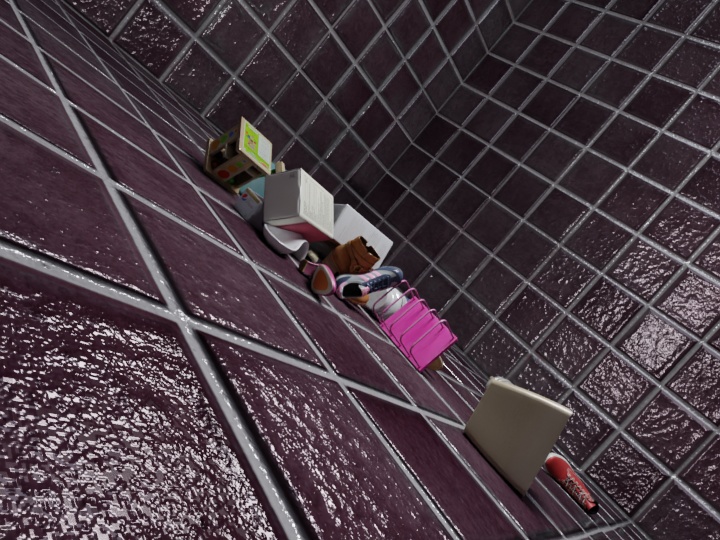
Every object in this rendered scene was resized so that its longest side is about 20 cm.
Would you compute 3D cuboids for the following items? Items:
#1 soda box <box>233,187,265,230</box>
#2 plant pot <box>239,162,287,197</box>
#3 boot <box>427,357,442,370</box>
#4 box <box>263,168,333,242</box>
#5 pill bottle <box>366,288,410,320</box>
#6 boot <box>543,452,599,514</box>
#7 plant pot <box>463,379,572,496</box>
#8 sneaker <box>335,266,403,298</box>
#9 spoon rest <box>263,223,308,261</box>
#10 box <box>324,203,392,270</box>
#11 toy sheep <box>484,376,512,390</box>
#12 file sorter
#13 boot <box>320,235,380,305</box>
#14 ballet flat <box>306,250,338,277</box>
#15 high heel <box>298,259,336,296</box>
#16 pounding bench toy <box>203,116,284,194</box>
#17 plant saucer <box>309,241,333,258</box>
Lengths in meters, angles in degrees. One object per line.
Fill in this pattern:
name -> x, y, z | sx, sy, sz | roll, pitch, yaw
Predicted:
soda box -> -0.250, -0.145, 1.376 | 0.068, 0.064, 0.200 | 44, 5, 26
plant pot -> -0.320, -0.284, 1.645 | 0.199, 0.142, 0.141 | 29, 12, -39
boot -> 0.191, 0.240, 1.577 | 0.200, 0.070, 0.146 | 45, 3, 27
box -> -0.158, -0.164, 1.348 | 0.200, 0.107, 0.130 | 32, 55, -64
pill bottle -> 0.097, 0.116, 1.635 | 0.111, 0.111, 0.200 | 45, 5, 38
boot -> 0.680, 0.686, 1.640 | 0.200, 0.072, 0.144 | 45, 5, -12
plant pot -> 0.352, 0.356, 1.173 | 0.176, 0.202, 0.199 | 32, 0, 24
sneaker -> 0.026, 0.043, 1.403 | 0.082, 0.197, 0.071 | -106, -176, -63
spoon rest -> -0.183, -0.073, 1.304 | 0.099, 0.061, 0.200 | 43, 4, 18
box -> -0.030, -0.101, 1.541 | 0.199, 0.107, 0.152 | 37, -10, -28
toy sheep -> 0.555, 0.490, 2.020 | 0.138, 0.138, 0.200 | 39, 9, -26
file sorter -> 0.144, 0.145, 1.418 | 0.200, 0.138, 0.126 | 46, -9, 42
boot -> 0.000, 0.000, 1.465 | 0.200, 0.154, 0.077 | 49, 26, -18
ballet flat -> -0.102, -0.022, 1.536 | 0.067, 0.057, 0.200 | 54, 10, 31
high heel -> -0.079, 0.028, 1.228 | 0.095, 0.068, 0.199 | 27, -2, -30
pounding bench toy -> -0.330, -0.300, 1.468 | 0.200, 0.154, 0.126 | 37, 38, -46
plant saucer -> -0.142, -0.072, 1.609 | 0.199, 0.051, 0.200 | 36, -4, 3
